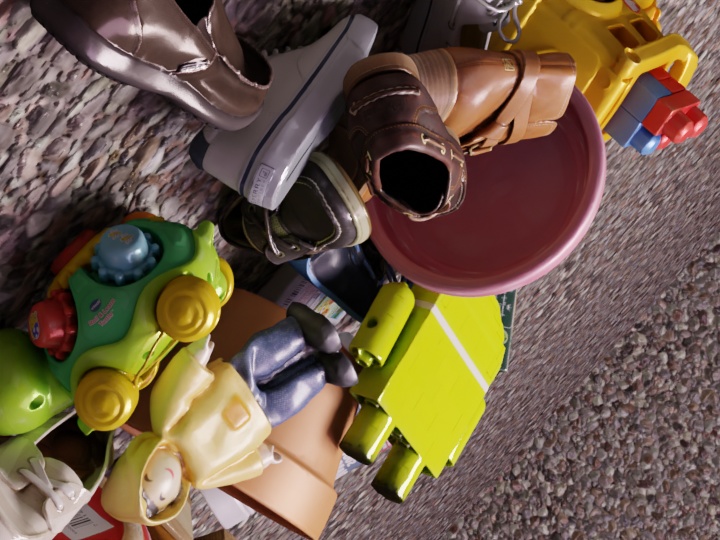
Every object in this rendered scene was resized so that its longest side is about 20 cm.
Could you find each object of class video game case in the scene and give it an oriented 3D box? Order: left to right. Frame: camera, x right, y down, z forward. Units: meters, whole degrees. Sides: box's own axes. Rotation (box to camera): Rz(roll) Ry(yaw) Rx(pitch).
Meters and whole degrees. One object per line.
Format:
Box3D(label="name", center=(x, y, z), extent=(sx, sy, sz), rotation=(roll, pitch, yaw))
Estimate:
Box3D(label="video game case", center=(-0.017, -0.010, 1.304), extent=(0.200, 0.022, 0.182), rotation=(-50, 162, 7))

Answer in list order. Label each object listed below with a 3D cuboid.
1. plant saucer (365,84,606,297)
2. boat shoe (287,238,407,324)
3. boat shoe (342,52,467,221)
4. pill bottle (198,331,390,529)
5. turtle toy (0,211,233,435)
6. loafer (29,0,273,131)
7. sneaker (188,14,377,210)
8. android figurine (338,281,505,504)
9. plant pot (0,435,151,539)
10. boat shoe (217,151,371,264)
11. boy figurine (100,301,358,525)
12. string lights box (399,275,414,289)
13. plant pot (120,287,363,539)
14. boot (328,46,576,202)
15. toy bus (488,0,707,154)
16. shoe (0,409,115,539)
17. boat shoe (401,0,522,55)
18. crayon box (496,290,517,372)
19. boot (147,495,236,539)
Box3D(label="plant saucer", center=(0.098, -0.072, 1.126), extent=(0.201, 0.200, 0.051), rotation=(-46, 153, 1))
Box3D(label="boat shoe", center=(0.000, 0.000, 1.197), extent=(0.069, 0.084, 0.200), rotation=(-49, 164, 0))
Box3D(label="boat shoe", center=(0.033, -0.068, 0.946), extent=(0.070, 0.071, 0.200), rotation=(-21, 158, 10))
Box3D(label="pill bottle", center=(-0.066, 0.158, 1.375), extent=(0.199, 0.120, 0.120), rotation=(-31, 161, -5))
Box3D(label="turtle toy", center=(-0.168, 0.037, 0.918), extent=(0.200, 0.101, 0.146), rotation=(-46, -174, 5))
Box3D(label="loafer", center=(-0.094, -0.130, 0.775), extent=(0.071, 0.073, 0.200), rotation=(-50, 163, 11))
Box3D(label="sneaker", center=(-0.046, -0.120, 0.925), extent=(0.073, 0.070, 0.200), rotation=(-63, 177, 39))
Box3D(label="android figurine", center=(0.055, 0.082, 1.160), extent=(0.201, 0.041, 0.182), rotation=(-60, 138, -22))
Box3D(label="plant pot", center=(-0.256, 0.230, 0.993), extent=(0.183, 0.200, 0.200), rotation=(-59, 160, 16))
Box3D(label="boat shoe", center=(-0.050, -0.035, 0.993), extent=(0.064, 0.074, 0.200), rotation=(-32, -173, -17))
Box3D(label="boy figurine", center=(-0.100, 0.101, 1.004), extent=(0.199, 0.064, 0.125), rotation=(-35, 122, -25))
Box3D(label="string lights box", center=(0.074, -0.020, 1.253), extent=(0.103, 0.058, 0.202), rotation=(-86, -170, -75))
Box3D(label="plant pot", center=(-0.086, 0.108, 1.152), extent=(0.141, 0.199, 0.200), rotation=(-59, 165, -12))
Box3D(label="boot", center=(0.063, -0.103, 1.060), extent=(0.153, 0.074, 0.200), rotation=(-8, 167, -19))
Box3D(label="toy bus", center=(0.217, -0.175, 1.205), extent=(0.199, 0.192, 0.136), rotation=(-26, 152, -51))
Box3D(label="shoe", center=(-0.205, 0.129, 0.934), extent=(0.053, 0.070, 0.200), rotation=(-45, -176, 14))
Box3D(label="boat shoe", center=(0.089, -0.200, 1.023), extent=(0.074, 0.086, 0.203), rotation=(-35, 160, -32))
Box3D(label="crayon box", center=(0.094, 0.035, 1.388), extent=(0.200, 0.050, 0.128), rotation=(165, -66, -73))
Box3D(label="boot", center=(-0.216, 0.256, 1.344), extent=(0.143, 0.071, 0.202), rotation=(-22, 136, 15))
